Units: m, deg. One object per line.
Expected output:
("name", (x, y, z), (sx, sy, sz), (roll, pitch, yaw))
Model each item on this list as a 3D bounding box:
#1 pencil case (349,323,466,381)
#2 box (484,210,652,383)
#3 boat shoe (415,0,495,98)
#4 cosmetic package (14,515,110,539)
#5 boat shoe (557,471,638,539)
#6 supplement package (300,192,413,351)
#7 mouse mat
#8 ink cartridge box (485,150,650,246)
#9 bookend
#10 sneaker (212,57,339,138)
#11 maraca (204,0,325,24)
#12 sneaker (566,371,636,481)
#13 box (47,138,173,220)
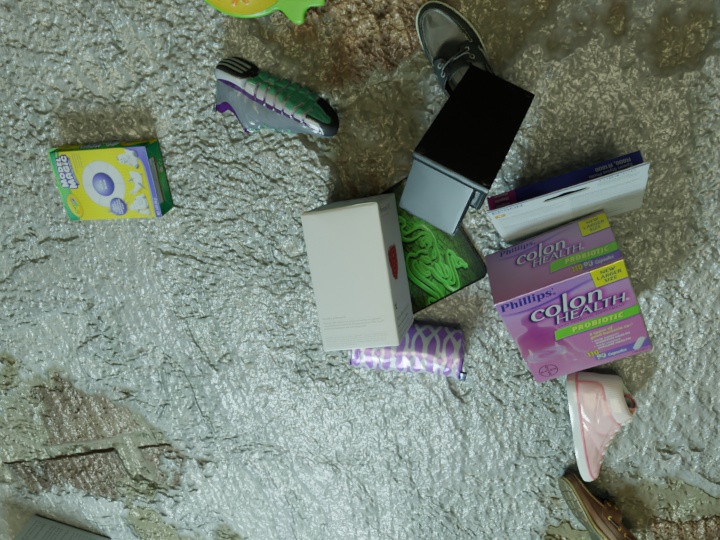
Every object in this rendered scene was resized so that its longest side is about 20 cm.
("pencil case", (0.078, 0.129, 1.022), (0.195, 0.085, 0.086), (7, 141, 10))
("box", (0.296, 0.045, 0.889), (0.173, 0.098, 0.201), (-21, 130, 20))
("boat shoe", (0.136, -0.260, 0.824), (0.073, 0.066, 0.202), (-24, 109, 21))
("cosmetic package", (-0.693, 0.696, 1.405), (0.196, 0.168, 0.170), (15, 117, 4))
("boat shoe", (0.423, 0.432, 1.109), (0.067, 0.072, 0.202), (-37, 97, -9))
("supplement package", (0.000, 0.000, 0.922), (0.117, 0.121, 0.205), (-7, 101, 17))
("mouse mat", (0.086, -0.038, 0.977), (0.159, 0.008, 0.202), (-29, 107, 22))
("ink cartridge box", (0.268, -0.096, 0.815), (0.192, 0.200, 0.044), (-16, 74, 18))
("bookend", (0.116, -0.109, 0.782), (0.091, 0.201, 0.201), (26, 140, 8))
("sneaker", (-0.123, -0.226, 0.901), (0.197, 0.075, 0.089), (30, 129, 9))
("maraca", (-0.134, -0.391, 0.793), (0.196, 0.107, 0.140), (16, 117, 3))
("sneaker", (0.397, 0.256, 1.016), (0.102, 0.075, 0.204), (-7, 110, 20))
("box", (-0.411, -0.145, 1.006), (0.195, 0.049, 0.120), (-1, 115, 14))
